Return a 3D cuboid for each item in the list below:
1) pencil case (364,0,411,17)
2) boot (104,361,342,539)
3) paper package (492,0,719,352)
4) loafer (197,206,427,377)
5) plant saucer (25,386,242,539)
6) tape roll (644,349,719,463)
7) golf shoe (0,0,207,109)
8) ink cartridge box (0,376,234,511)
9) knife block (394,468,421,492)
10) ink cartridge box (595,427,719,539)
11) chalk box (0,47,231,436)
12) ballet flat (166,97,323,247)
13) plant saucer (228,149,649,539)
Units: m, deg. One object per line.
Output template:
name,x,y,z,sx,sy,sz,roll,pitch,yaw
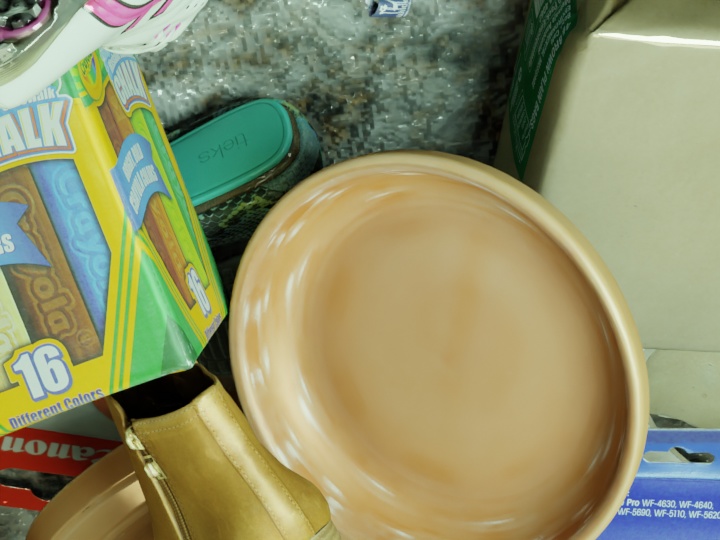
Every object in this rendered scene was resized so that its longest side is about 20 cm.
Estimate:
pencil case,0.023,-0.203,0.881,0.092,0.085,0.200,-16,144,-35
boot,-0.075,0.105,1.033,0.144,0.071,0.201,57,153,-11
paper package,0.162,-0.061,1.034,0.190,0.104,0.200,2,136,-10
loafer,0.000,0.000,1.055,0.199,0.070,0.075,-9,105,37
plant saucer,-0.076,0.113,1.162,0.200,0.032,0.200,-26,161,-10
tape roll,0.171,0.090,1.122,0.202,0.203,0.071,9,135,-17
golf shoe,-0.092,-0.114,0.876,0.072,0.200,0.092,7,132,29
ink cartridge box,-0.145,0.078,1.176,0.162,0.050,0.200,10,130,-17
knife block,-0.025,0.122,1.113,0.200,0.064,0.176,-28,161,-1
ink cartridge box,0.154,0.157,1.024,0.099,0.039,0.201,-1,127,21
chalk box,-0.152,-0.044,0.968,0.124,0.125,0.201,-19,100,9
ballet flat,-0.108,-0.021,1.069,0.199,0.074,0.074,-16,136,14
plant saucer,0.036,0.041,0.983,0.199,0.037,0.201,11,113,26
